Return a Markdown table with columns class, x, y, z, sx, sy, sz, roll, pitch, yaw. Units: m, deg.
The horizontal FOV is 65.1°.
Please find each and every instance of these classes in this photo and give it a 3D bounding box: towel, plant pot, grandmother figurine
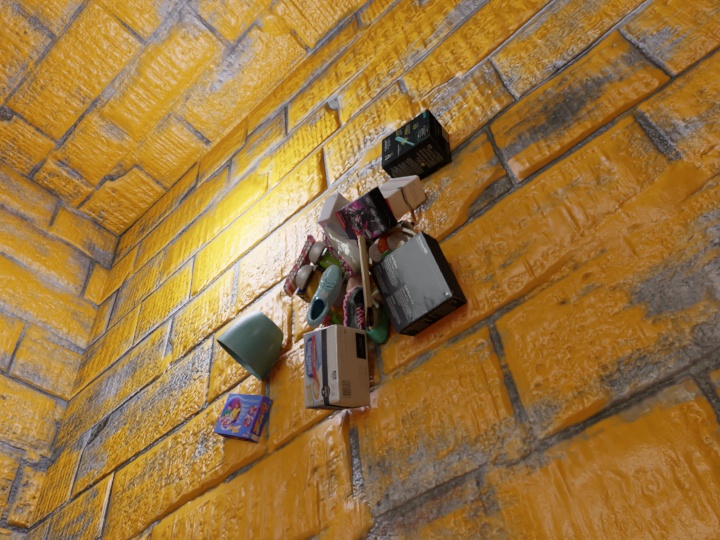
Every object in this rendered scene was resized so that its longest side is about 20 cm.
| class | x | y | z | sx | sy | sz | roll | pitch | yaw |
| --- | --- | --- | --- | --- | --- | --- | --- | --- | --- |
| towel | -0.198 | -0.011 | 1.849 | 0.203 | 0.029 | 0.147 | -63 | -7 | -11 |
| plant pot | -0.347 | 0.234 | 1.860 | 0.162 | 0.202 | 0.199 | -49 | 33 | -20 |
| grandmother figurine | 0.000 | 0.000 | 1.744 | 0.061 | 0.119 | 0.204 | -43 | 26 | 61 |

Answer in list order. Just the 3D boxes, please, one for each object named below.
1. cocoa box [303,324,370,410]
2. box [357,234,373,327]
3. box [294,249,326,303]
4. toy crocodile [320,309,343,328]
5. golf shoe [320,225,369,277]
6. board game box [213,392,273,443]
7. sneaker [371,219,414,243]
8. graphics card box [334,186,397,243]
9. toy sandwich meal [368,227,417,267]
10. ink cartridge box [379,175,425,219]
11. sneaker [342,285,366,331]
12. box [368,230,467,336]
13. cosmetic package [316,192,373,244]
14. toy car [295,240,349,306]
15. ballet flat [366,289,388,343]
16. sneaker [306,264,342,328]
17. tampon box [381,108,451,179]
| class | x | y | z | sx | sy | sz | roll | pitch | yaw |
| --- | --- | --- | --- | --- | --- | --- | --- | --- | --- |
| cocoa box | -0.065 | 0.264 | 1.510 | 0.129 | 0.132 | 0.205 | -19 | 65 | 37 |
| box | 0.015 | 0.030 | 1.517 | 0.021 | 0.164 | 0.205 | -5 | 67 | 0 |
| box | -0.144 | 0.011 | 1.926 | 0.069 | 0.064 | 0.203 | 4 | 64 | 50 |
| toy crocodile | -0.092 | 0.188 | 1.713 | 0.067 | 0.062 | 0.202 | -34 | 39 | 22 |
| golf shoe | -0.049 | -0.069 | 1.725 | 0.090 | 0.076 | 0.201 | -30 | 62 | -16 |
| board game box | -0.376 | 0.468 | 1.804 | 0.197 | 0.045 | 0.137 | -9 | 53 | 45 |
| sneaker | 0.106 | -0.111 | 1.736 | 0.130 | 0.079 | 0.199 | -47 | 35 | 4 |
| graphics card box | 0.015 | -0.155 | 1.678 | 0.051 | 0.127 | 0.199 | -33 | 7 | -35 |
| toy sandwich meal | 0.105 | -0.028 | 1.614 | 0.201 | 0.070 | 0.211 | -3 | 82 | 24 |
| ink cartridge box | 0.087 | -0.212 | 1.770 | 0.199 | 0.084 | 0.145 | -36 | 23 | -30 |
| sneaker | -0.008 | 0.148 | 1.618 | 0.095 | 0.078 | 0.205 | 14 | 92 | 51 |
| box | 0.149 | 0.038 | 1.477 | 0.181 | 0.103 | 0.203 | -34 | 64 | 23 |
| cosmetic package | -0.037 | -0.145 | 1.820 | 0.070 | 0.199 | 0.103 | -13 | 48 | 46 |
| toy car | -0.106 | 0.018 | 1.823 | 0.203 | 0.172 | 0.150 | -62 | 0 | -14 |
| ballet flat | 0.049 | 0.109 | 1.615 | 0.067 | 0.070 | 0.203 | -26 | 42 | 32 |
| sneaker | -0.104 | 0.076 | 1.693 | 0.082 | 0.072 | 0.204 | 125 | 165 | -79 |
| tampon box | 0.180 | -0.396 | 1.861 | 0.198 | 0.126 | 0.152 | -28 | 41 | 31 |
